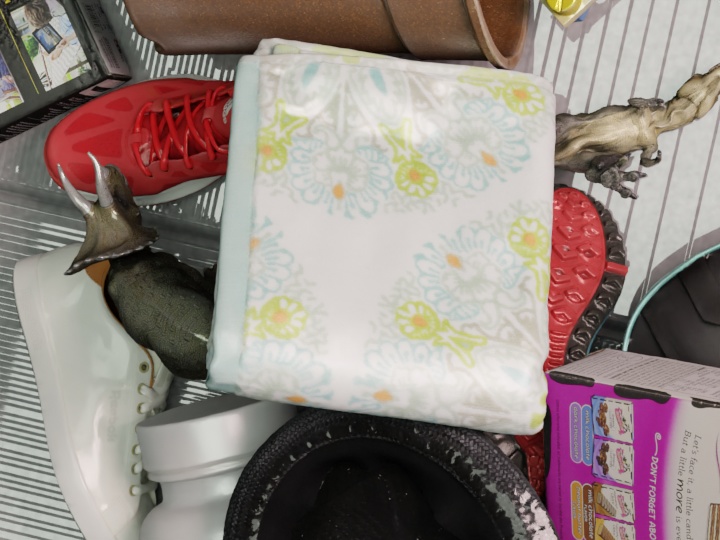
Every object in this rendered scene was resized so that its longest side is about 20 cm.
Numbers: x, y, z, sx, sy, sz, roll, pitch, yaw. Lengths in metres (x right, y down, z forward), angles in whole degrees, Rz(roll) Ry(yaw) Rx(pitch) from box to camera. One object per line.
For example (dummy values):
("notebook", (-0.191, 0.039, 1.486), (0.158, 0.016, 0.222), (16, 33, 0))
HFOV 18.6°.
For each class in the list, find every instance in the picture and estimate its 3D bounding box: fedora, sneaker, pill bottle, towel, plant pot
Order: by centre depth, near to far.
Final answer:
("towel", (0.013, -0.021, 1.119), (0.171, 0.048, 0.200), (7, 64, -4))
("fedora", (0.028, 0.160, 1.147), (0.200, 0.092, 0.201), (0, 89, 20))
("plant pot", (-0.023, -0.199, 1.191), (0.198, 0.200, 0.201), (-5, 92, 16))
("sneaker", (0.089, 0.046, 1.225), (0.079, 0.096, 0.200), (19, 63, -9))
("sneaker", (-0.089, -0.087, 1.228), (0.200, 0.116, 0.078), (-11, 81, 4))
("pill bottle", (-0.058, 0.172, 1.231), (0.119, 0.120, 0.200), (-13, 94, 8))
("sneaker", (-0.136, 0.079, 1.266), (0.085, 0.073, 0.200), (-16, 89, 10))

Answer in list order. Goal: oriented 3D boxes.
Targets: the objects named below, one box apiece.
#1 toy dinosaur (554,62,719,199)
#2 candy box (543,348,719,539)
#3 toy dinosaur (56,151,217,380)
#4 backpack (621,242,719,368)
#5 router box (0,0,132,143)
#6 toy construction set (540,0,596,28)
("toy dinosaur", (0.115, -0.068, 1.223), (0.200, 0.088, 0.048), (-12, 108, 9))
("candy box", (0.187, 0.122, 1.081), (0.200, 0.061, 0.137), (10, 109, 41))
("toy dinosaur", (-0.094, 0.028, 1.189), (0.077, 0.102, 0.200), (-51, 55, 11))
("backpack", (0.236, 0.070, 1.175), (0.176, 0.153, 0.200), (-30, 91, 16))
("router box", (-0.243, -0.172, 1.281), (0.149, 0.051, 0.200), (-24, 89, 10))
("toy construction set", (0.183, -0.218, 1.203), (0.200, 0.092, 0.131), (-14, 79, 4))
